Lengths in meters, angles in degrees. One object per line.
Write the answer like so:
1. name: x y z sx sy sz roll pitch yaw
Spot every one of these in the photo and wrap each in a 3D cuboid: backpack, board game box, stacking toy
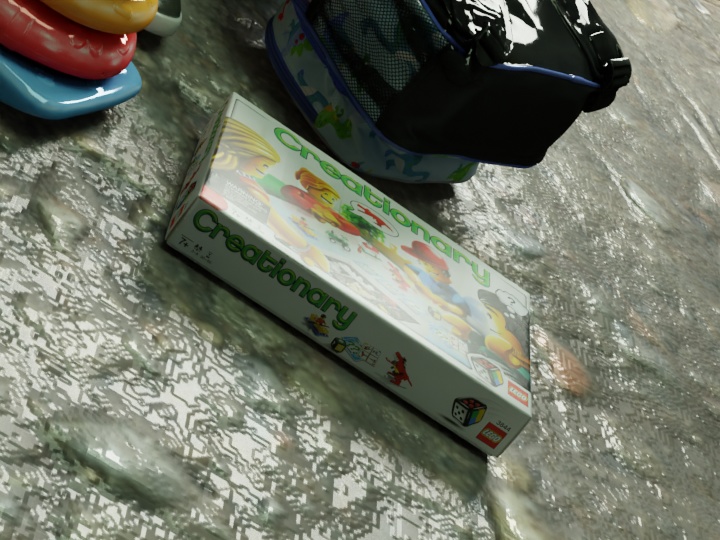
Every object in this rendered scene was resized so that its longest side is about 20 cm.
1. backpack: 0.030 -0.154 1.095 0.182 0.147 0.201 -1 56 -52
2. board game box: 0.000 0.000 0.940 0.199 0.035 0.126 34 26 -13
3. stacking toy: -0.118 -0.179 0.874 0.116 0.200 0.110 42 25 7

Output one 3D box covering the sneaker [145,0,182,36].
1. sneaker: -0.126 -0.224 1.056 0.070 0.099 0.201 20 33 -39
